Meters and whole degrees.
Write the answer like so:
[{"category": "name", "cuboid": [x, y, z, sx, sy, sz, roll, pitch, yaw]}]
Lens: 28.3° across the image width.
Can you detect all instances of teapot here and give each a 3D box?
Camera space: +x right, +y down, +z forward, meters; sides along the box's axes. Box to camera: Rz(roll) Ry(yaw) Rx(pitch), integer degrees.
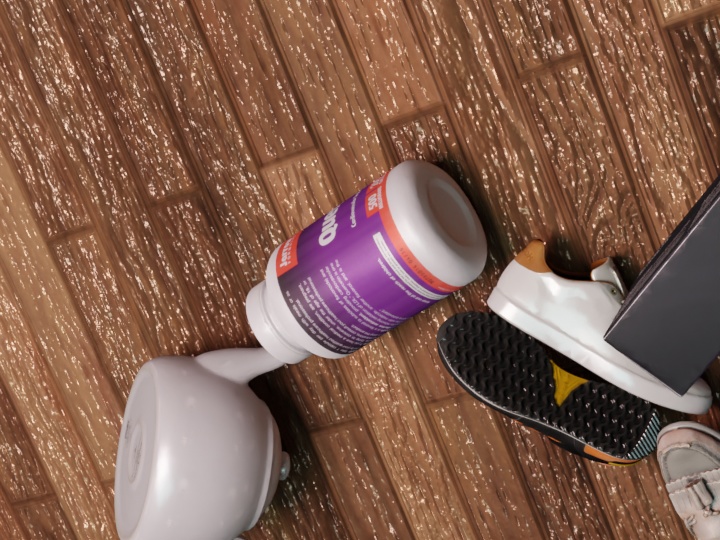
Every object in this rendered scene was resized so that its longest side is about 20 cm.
[{"category": "teapot", "cuboid": [-0.136, 0.177, 1.299, 0.146, 0.198, 0.200, 10, 144, -20]}]

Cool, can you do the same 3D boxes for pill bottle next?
[{"category": "pill bottle", "cuboid": [0.000, 0.000, 1.192, 0.200, 0.112, 0.113, -32, 95, 29]}]

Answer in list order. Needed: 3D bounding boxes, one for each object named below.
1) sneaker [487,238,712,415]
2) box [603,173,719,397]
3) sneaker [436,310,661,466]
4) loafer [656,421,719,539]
[{"category": "sneaker", "cuboid": [0.207, 0.043, 1.147, 0.200, 0.073, 0.085, 30, 98, -2]}, {"category": "box", "cuboid": [0.278, -0.023, 1.052, 0.079, 0.141, 0.200, 36, 119, 3]}, {"category": "sneaker", "cuboid": [0.149, 0.108, 1.190, 0.200, 0.070, 0.090, 28, 160, 9]}, {"category": "loafer", "cuboid": [0.300, 0.205, 1.143, 0.072, 0.063, 0.200, -21, 121, 34]}]
